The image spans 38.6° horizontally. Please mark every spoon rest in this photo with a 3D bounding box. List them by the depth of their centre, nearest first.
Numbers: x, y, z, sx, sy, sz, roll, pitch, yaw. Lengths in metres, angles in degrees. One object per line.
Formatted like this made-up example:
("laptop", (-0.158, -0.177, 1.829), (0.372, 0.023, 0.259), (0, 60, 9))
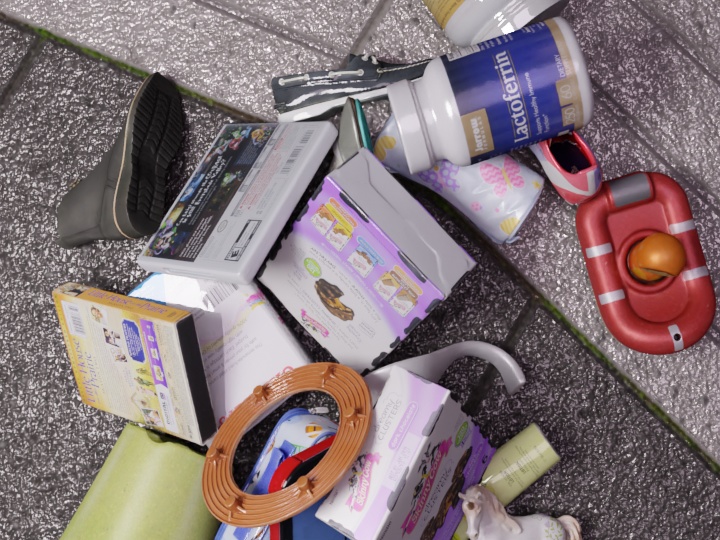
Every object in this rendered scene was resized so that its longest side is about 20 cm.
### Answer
("spoon rest", (0.084, 0.116, 1.141), (0.196, 0.100, 0.062), (-3, 62, -21))

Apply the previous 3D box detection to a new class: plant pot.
("plant pot", (-0.228, 0.275, 1.113), (0.197, 0.201, 0.187), (21, 79, 3))

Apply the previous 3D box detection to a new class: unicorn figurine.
("unicorn figurine", (0.162, 0.301, 1.127), (0.197, 0.073, 0.141), (2, 96, -34))

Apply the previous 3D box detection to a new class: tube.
("tube", (0.135, 0.253, 1.160), (0.199, 0.052, 0.058), (-38, 47, 5))

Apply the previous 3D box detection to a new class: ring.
("ring", (-0.078, 0.166, 1.025), (0.199, 0.201, 0.019), (-35, 123, 1))

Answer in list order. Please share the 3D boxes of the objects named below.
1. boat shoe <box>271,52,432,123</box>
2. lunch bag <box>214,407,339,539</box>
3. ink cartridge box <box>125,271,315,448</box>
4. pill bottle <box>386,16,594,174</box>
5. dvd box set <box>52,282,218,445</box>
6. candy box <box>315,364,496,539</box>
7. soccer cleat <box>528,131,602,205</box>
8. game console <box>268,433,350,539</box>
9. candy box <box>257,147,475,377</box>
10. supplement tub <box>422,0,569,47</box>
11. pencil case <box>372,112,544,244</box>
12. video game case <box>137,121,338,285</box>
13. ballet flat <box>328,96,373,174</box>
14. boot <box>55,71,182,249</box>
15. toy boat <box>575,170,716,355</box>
("boat shoe", (-0.006, -0.217, 1.171), (0.196, 0.076, 0.062), (-15, 93, 1))
("lunch bag", (-0.067, 0.248, 1.112), (0.075, 0.159, 0.203), (26, 87, 41))
("ink cartridge box", (-0.159, 0.080, 1.160), (0.144, 0.085, 0.201), (-36, 85, 1))
("pill bottle", (0.131, -0.175, 1.062), (0.196, 0.116, 0.118), (-18, 87, 4))
("dvd box set", (-0.245, 0.098, 1.112), (0.197, 0.029, 0.149), (10, 119, 36))
("candy box", (0.054, 0.216, 1.063), (0.071, 0.200, 0.170), (22, 75, 29))
("soccer cleat", (0.201, -0.162, 1.138), (0.066, 0.077, 0.202), (-30, 68, -6))
("game console", (-0.023, 0.261, 1.086), (0.175, 0.031, 0.204), (-19, 122, -37))
("candy box", (0.000, 0.000, 1.096), (0.168, 0.200, 0.071), (46, 48, 3))
("supplement tub", (0.126, -0.341, 1.135), (0.143, 0.144, 0.202), (-35, 87, 1))
("pencil case", (0.109, -0.114, 1.156), (0.198, 0.083, 0.092), (32, 75, 3))
("video game case", (-0.134, -0.078, 1.108), (0.180, 0.023, 0.202), (6, 59, 43))
("ballet flat", (-0.003, -0.091, 1.132), (0.062, 0.068, 0.203), (-15, 122, 9))
("boot", (-0.286, -0.125, 1.184), (0.136, 0.077, 0.204), (-11, 57, 33))
("toy boat", (0.317, -0.009, 1.119), (0.128, 0.131, 0.204), (-16, 87, 2))
